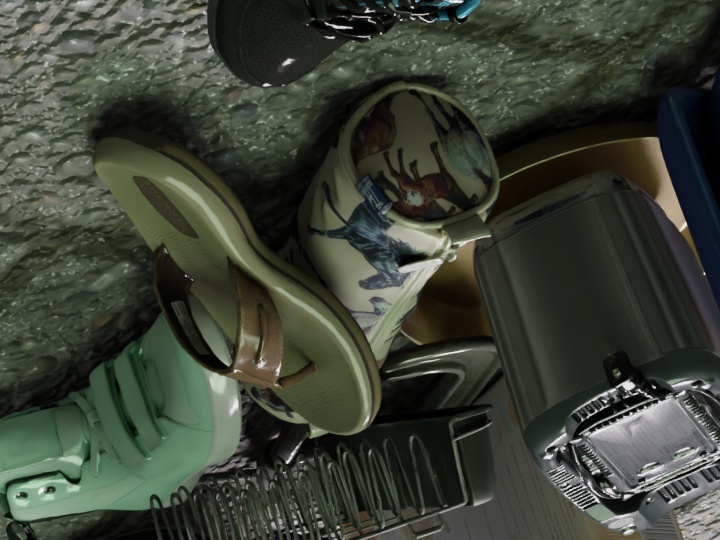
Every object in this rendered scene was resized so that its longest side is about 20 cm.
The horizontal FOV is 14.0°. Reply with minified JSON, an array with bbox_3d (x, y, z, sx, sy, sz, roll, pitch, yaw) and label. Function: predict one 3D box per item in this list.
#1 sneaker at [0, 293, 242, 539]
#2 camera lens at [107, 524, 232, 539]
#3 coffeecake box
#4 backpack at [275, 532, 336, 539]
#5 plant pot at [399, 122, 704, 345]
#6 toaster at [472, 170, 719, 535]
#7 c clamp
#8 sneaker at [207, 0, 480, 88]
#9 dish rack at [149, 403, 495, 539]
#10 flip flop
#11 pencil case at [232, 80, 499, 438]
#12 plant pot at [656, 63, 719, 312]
[{"bbox_3d":[-0.132,0.081,1.498,0.118,0.074,0.201,-10,155,-21],"label":"sneaker"},{"bbox_3d":[-0.099,0.251,1.729,0.160,0.160,0.200,-21,151,4],"label":"camera lens"},{"bbox_3d":[0.088,0.166,1.698,0.073,0.154,0.200,6,143,-37],"label":"coffeecake box"},{"bbox_3d":[0.023,0.244,1.563,0.200,0.168,0.163,23,-175,-5],"label":"backpack"},{"bbox_3d":[0.106,-0.019,1.525,0.200,0.028,0.200,-14,150,-8],"label":"plant pot"},{"bbox_3d":[0.127,0.039,1.476,0.113,0.129,0.200,-26,151,12],"label":"toaster"},{"bbox_3d":[-0.011,0.082,1.596,0.170,0.027,0.200,-7,160,-22],"label":"c clamp"},{"bbox_3d":[0.005,-0.129,1.223,0.073,0.082,0.200,5,144,-39],"label":"sneaker"},{"bbox_3d":[-0.042,0.119,1.449,0.200,0.055,0.153,-17,-179,-27],"label":"dish rack"},{"bbox_3d":[-0.064,0.014,1.375,0.081,0.058,0.200,1,141,42],"label":"flip flop"},{"bbox_3d":[0.000,0.000,1.433,0.078,0.090,0.200,-2,148,-23],"label":"pencil case"},{"bbox_3d":[0.268,-0.041,1.404,0.200,0.200,0.180,4,146,-41],"label":"plant pot"}]
